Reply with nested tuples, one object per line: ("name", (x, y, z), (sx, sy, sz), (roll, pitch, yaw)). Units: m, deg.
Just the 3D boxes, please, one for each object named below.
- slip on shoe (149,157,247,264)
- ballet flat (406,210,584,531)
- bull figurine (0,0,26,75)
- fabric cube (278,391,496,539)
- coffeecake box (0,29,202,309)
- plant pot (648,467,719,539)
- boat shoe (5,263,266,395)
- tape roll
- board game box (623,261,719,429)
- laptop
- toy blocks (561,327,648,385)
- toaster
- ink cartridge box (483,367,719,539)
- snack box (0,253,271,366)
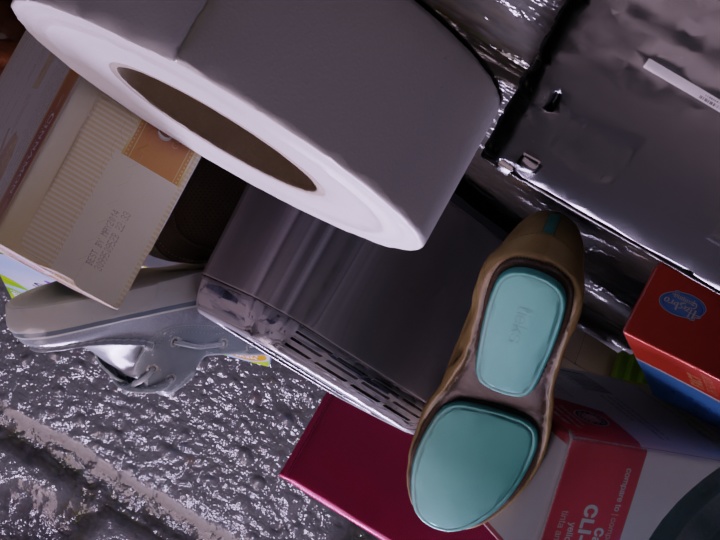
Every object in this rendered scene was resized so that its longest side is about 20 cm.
("slip on shoe", (-0.060, -0.039, 0.977), (0.060, 0.077, 0.200), (7, -178, 30))
("ballet flat", (0.075, 0.054, 0.864), (0.068, 0.063, 0.201), (22, 129, 2))
("bull figurine", (-0.229, -0.132, 1.034), (0.121, 0.065, 0.200), (1, -151, -47))
("fabric cube", (0.063, 0.142, 1.430), (0.199, 0.197, 0.200), (31, 174, 2))
("coffeecake box", (-0.146, -0.074, 0.878), (0.073, 0.154, 0.200), (31, 174, -23))
("plant pot", (0.225, 0.183, 0.755), (0.188, 0.200, 0.200), (48, 167, -20))
("boat shoe", (-0.108, 0.035, 0.938), (0.070, 0.072, 0.200), (4, -172, 43))
("tape roll", (-0.044, -0.088, 0.702), (0.202, 0.071, 0.202), (30, 174, 4))
("board game box", (0.235, 0.075, 0.833), (0.199, 0.040, 0.153), (27, 173, 22))
("laptop", (0.139, -0.040, 0.522), (0.177, 0.104, 0.200), (29, 148, 2))
("toy blocks", (0.088, 0.078, 1.101), (0.136, 0.100, 0.200), (31, 146, -10))
("toaster", (0.000, 0.000, 0.913), (0.200, 0.130, 0.113), (35, 171, -36))
("ink cartridge box", (0.166, 0.120, 0.958), (0.199, 0.084, 0.145), (11, -169, -21))
("snack box", (-0.148, -0.008, 1.139), (0.199, 0.068, 0.169), (16, 162, 1))
